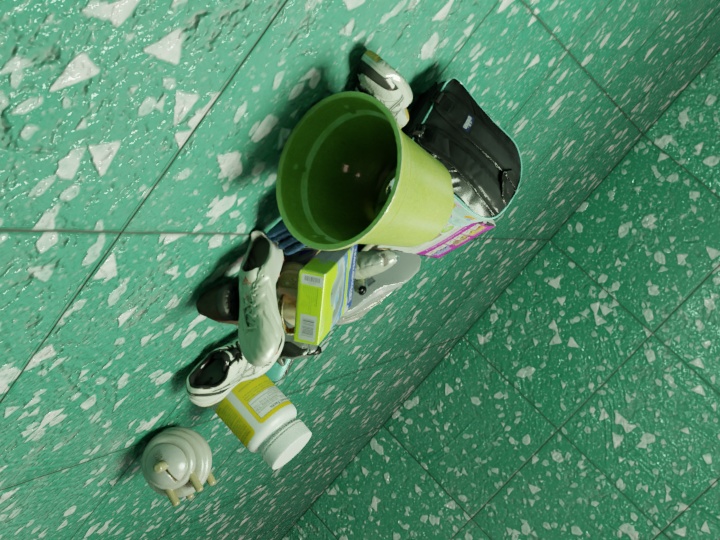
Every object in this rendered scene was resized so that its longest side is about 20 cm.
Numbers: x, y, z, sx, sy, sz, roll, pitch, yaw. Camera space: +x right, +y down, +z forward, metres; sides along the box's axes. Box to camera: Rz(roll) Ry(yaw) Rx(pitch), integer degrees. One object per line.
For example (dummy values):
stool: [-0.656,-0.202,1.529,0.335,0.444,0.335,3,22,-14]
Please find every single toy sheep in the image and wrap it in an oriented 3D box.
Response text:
toy sheep: [-0.332,0.350,1.622,0.138,0.138,0.200,-44,173,-5]

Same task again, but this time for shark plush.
shark plush: [0.000,0.000,1.596,0.083,0.091,0.200,-24,174,-21]

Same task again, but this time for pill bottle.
pill bottle: [-0.189,0.255,1.625,0.114,0.200,0.114,-40,164,-15]

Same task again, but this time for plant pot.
plant pot: [0.023,-0.110,1.177,0.201,0.201,0.184,-51,146,18]

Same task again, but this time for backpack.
backpack: [0.144,-0.166,1.382,0.153,0.200,0.176,-28,-150,59]

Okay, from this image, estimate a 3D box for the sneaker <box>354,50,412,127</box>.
sneaker: [0.017,-0.217,1.207,0.088,0.076,0.200,-44,164,-6]

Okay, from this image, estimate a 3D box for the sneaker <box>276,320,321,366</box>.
sneaker: [-0.094,0.092,1.615,0.200,0.115,0.075,-48,164,12]

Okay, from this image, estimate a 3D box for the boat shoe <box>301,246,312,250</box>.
boat shoe: [-0.044,-0.068,1.416,0.200,0.057,0.069,-21,132,-47]

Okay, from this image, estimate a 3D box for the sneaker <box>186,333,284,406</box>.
sneaker: [-0.209,0.153,1.523,0.200,0.076,0.088,-41,164,-17]

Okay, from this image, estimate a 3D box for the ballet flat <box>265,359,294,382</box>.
ballet flat: [-0.129,0.119,1.696,0.200,0.073,0.073,-58,164,0]

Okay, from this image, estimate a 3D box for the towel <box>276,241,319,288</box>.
towel: [-0.095,-0.027,1.491,0.200,0.023,0.144,-31,158,-41]

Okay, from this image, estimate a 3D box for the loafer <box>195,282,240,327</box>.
loafer: [-0.188,0.050,1.381,0.200,0.071,0.073,27,62,-68]

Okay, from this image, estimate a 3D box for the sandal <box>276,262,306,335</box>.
sandal: [-0.112,0.070,1.474,0.212,0.077,0.070,93,8,-58]

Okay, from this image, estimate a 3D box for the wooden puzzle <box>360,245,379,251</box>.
wooden puzzle: [0.010,0.003,1.772,0.200,0.046,0.185,-51,166,18]

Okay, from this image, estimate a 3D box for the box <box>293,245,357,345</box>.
box: [-0.051,0.026,1.435,0.200,0.047,0.122,-49,148,-65]

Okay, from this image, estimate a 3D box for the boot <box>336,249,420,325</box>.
boot: [0.021,0.031,1.687,0.200,0.074,0.096,-29,165,-16]

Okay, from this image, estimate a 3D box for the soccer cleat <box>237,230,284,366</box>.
soccer cleat: [-0.149,0.038,1.288,0.069,0.201,0.078,-7,152,17]

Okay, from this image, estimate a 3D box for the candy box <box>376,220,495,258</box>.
candy box: [0.126,-0.085,1.560,0.136,0.061,0.200,-30,159,30]

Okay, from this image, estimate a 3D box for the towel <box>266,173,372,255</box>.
towel: [-0.041,-0.103,1.300,0.200,0.049,0.112,-44,-168,-25]
